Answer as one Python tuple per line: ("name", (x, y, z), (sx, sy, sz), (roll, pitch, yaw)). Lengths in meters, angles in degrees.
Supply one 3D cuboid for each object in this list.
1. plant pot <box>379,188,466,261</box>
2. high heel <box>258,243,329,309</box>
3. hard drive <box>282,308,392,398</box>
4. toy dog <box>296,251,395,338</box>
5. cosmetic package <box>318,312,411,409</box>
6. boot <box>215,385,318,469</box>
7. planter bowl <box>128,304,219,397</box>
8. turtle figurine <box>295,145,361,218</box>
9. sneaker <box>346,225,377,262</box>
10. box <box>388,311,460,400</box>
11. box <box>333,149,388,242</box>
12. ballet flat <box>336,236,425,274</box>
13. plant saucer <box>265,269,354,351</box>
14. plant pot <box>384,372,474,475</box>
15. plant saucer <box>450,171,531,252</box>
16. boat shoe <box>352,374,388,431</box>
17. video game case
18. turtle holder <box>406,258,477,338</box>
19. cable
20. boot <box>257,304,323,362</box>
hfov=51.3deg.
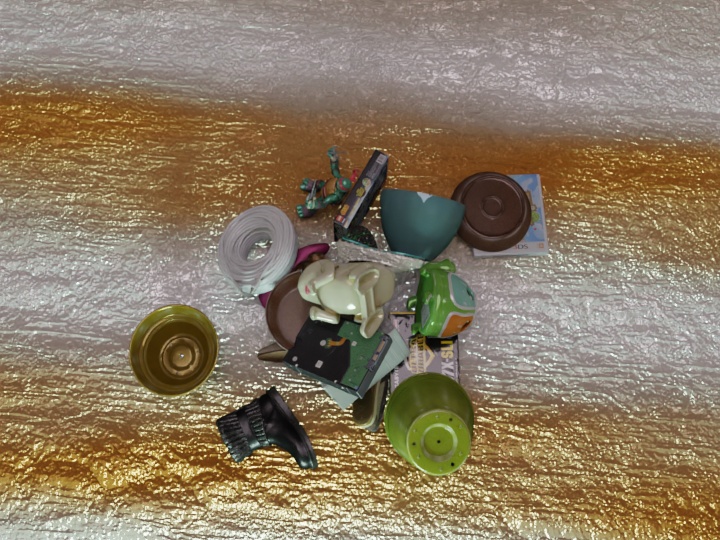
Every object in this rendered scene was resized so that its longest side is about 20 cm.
("plant pot", (0.131, -0.096, 1.699), (0.196, 0.200, 0.137), (11, 89, 3))
("high heel", (-0.145, 0.016, 1.718), (0.198, 0.067, 0.097), (-30, 65, 7))
("hard drive", (-0.048, 0.166, 1.541), (0.197, 0.038, 0.141), (15, 64, 33))
("toy dog", (-0.041, 0.024, 1.548), (0.197, 0.141, 0.194), (10, 40, 31))
("cosmetic package", (0.000, 0.189, 1.599), (0.199, 0.107, 0.090), (-36, 47, -4))
("boot", (-0.200, 0.370, 1.603), (0.157, 0.080, 0.212), (-32, 65, -16))
("planter bowl", (-0.404, 0.183, 1.659), (0.196, 0.084, 0.204), (0, 73, -1))
("turtle figurine", (-0.078, -0.189, 1.716), (0.100, 0.199, 0.151), (35, 63, -20))
("sneaker", (0.000, 0.000, 1.696), (0.077, 0.085, 0.204), (-6, 92, -10))
("box", (0.141, 0.196, 1.676), (0.156, 0.049, 0.204), (1, 73, -2))
("box", (0.001, -0.164, 1.738), (0.039, 0.137, 0.202), (28, 74, 8))
("ballet flat", (0.039, -0.021, 1.629), (0.196, 0.072, 0.073), (14, 73, 1))
("plant saucer", (-0.110, 0.096, 1.648), (0.196, 0.037, 0.204), (1, 66, -2))
("plant pot", (0.149, 0.325, 1.531), (0.196, 0.193, 0.205), (0, 92, 0))
("plant saucer", (0.308, -0.145, 1.764), (0.196, 0.035, 0.204), (0, 75, 0))
("boat shoe", (0.026, 0.257, 1.649), (0.072, 0.065, 0.203), (-5, 53, 28))
("video game case", (0.349, -0.131, 1.788), (0.178, 0.022, 0.204), (-2, 73, -1))
("turtle holder", (0.178, 0.066, 1.638), (0.129, 0.186, 0.143), (9, 109, -12))
("cable", (-0.232, -0.047, 1.707), (0.200, 0.069, 0.200), (-43, 55, -2))
("boot", (-0.134, 0.125, 1.692), (0.196, 0.070, 0.149), (-2, 67, -2))
